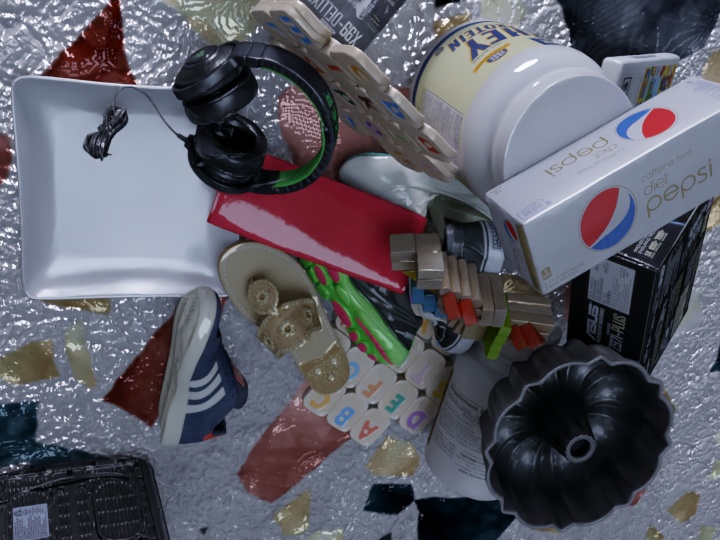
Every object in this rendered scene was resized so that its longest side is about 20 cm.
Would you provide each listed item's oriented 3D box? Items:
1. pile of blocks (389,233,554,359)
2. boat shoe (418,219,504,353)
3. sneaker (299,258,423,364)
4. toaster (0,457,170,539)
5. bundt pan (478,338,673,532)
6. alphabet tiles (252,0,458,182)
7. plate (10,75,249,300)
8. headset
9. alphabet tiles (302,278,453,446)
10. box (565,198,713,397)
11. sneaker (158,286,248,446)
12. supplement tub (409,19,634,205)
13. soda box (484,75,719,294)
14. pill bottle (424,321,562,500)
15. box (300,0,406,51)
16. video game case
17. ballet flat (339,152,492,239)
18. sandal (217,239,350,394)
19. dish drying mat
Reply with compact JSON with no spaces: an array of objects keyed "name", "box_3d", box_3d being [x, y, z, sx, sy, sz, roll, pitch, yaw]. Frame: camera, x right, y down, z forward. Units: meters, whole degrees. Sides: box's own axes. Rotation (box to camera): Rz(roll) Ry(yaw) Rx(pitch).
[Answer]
[{"name":"pile of blocks","box_3d":[0.098,0.040,0.699,0.197,0.063,0.082,28,128,-24]},{"name":"boat shoe","box_3d":[0.091,0.023,0.775,0.066,0.075,0.201,0,150,-7]},{"name":"sneaker","box_3d":[0.000,0.000,0.774,0.084,0.076,0.203,-43,115,-33]},{"name":"toaster","box_3d":[-0.288,0.282,0.749,0.177,0.200,0.121,0,119,-27]},{"name":"bundt pan","box_3d":[0.208,0.158,0.764,0.196,0.076,0.207,-4,114,-8]},{"name":"alphabet tiles","box_3d":[-0.003,-0.146,0.623,0.199,0.195,0.015,41,88,-29]},{"name":"plate","box_3d":[-0.205,-0.071,0.686,0.195,0.032,0.204,-1,116,-19]},{"name":"headset","box_3d":[-0.117,-0.113,0.605,0.194,0.095,0.126,6,132,10]},{"name":"alphabet tiles","box_3d":[0.033,0.109,0.867,0.199,0.015,0.196,38,99,-30]},{"name":"box","box_3d":[0.294,0.007,0.802,0.164,0.085,0.203,-45,143,-31]},{"name":"sneaker","box_3d":[-0.148,0.097,0.757,0.082,0.076,0.203,4,132,-23]},{"name":"supplement tub","box_3d":[0.137,-0.134,0.675,0.141,0.201,0.149,-8,118,-15]},{"name":"soda box","box_3d":[0.198,-0.067,0.576,0.197,0.064,0.069,-29,122,-4]},{"name":"pill bottle","box_3d":[0.151,0.143,0.854,0.112,0.115,0.204,8,112,-22]},{"name":"box","box_3d":[-0.025,-0.304,0.624,0.199,0.050,0.158,37,99,-30]},{"name":"video game case","box_3d":[0.263,-0.117,0.777,0.180,0.023,0.205,-21,127,-49]},{"name":"ballet flat","box_3d":[0.072,-0.065,0.757,0.196,0.070,0.071,12,111,-25]},{"name":"sandal","box_3d":[-0.060,0.061,0.752,0.077,0.070,0.213,-35,125,-4]},{"name":"dish drying mat","box_3d":[-0.038,-0.047,0.699,0.196,0.018,0.079,20,87,-14]}]
